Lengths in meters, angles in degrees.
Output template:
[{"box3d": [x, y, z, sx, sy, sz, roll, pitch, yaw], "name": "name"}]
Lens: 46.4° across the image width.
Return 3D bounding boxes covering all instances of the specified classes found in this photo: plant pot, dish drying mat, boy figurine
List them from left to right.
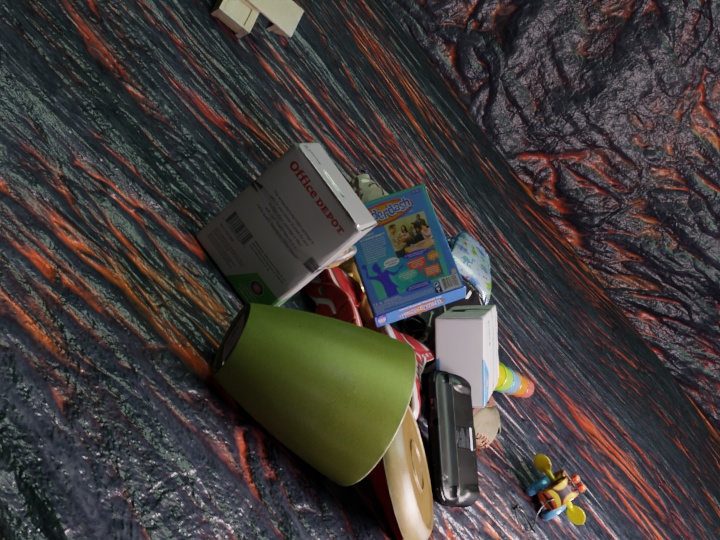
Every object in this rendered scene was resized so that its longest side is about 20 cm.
[{"box3d": [-0.068, 0.126, 0.991, 0.199, 0.188, 0.188, 29, 28, -16], "name": "plant pot"}, {"box3d": [0.000, 0.000, 1.405, 0.124, 0.064, 0.201, -23, 76, -35], "name": "boy figurine"}, {"box3d": [0.032, 0.271, 1.138, 0.077, 0.018, 0.201, 19, 40, -52], "name": "dish drying mat"}, {"box3d": [0.061, 0.248, 1.058, 0.200, 0.027, 0.202, -14, 90, -80], "name": "plant pot"}]

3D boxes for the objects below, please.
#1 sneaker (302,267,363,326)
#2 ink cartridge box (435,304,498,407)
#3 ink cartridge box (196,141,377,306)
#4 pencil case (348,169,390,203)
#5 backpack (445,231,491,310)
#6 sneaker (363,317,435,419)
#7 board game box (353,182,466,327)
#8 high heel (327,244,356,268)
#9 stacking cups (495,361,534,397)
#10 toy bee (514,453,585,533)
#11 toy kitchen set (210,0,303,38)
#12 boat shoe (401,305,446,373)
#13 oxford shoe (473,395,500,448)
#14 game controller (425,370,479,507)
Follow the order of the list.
[{"box3d": [-0.017, 0.060, 1.284, 0.115, 0.078, 0.201, 21, 39, -50], "name": "sneaker"}, {"box3d": [0.184, 0.140, 1.432, 0.200, 0.083, 0.147, -12, 100, -74], "name": "ink cartridge box"}, {"box3d": [-0.098, -0.055, 1.133, 0.146, 0.199, 0.084, 53, 21, 3], "name": "ink cartridge box"}, {"box3d": [0.053, -0.086, 1.441, 0.200, 0.078, 0.089, 42, 46, 21], "name": "pencil case"}, {"box3d": [0.196, 0.009, 1.721, 0.163, 0.154, 0.200, 41, 11, -8], "name": "backpack"}, {"box3d": [0.075, 0.167, 1.311, 0.112, 0.071, 0.201, 29, 30, -38], "name": "sneaker"}, {"box3d": [0.064, -0.027, 1.341, 0.045, 0.151, 0.202, 76, -4, -64], "name": "board game box"}, {"box3d": [-0.071, -0.075, 1.292, 0.201, 0.141, 0.072, -84, 173, -48], "name": "high heel"}, {"box3d": [0.289, 0.224, 1.677, 0.200, 0.060, 0.061, 31, 30, -52], "name": "stacking cups"}, {"box3d": [0.349, 0.392, 1.461, 0.131, 0.108, 0.200, 50, 22, -10], "name": "toy bee"}, {"box3d": [-0.237, -0.564, 1.800, 0.163, 0.180, 0.202, 34, 68, -30], "name": "toy kitchen set"}, {"box3d": [0.107, 0.091, 1.487, 0.063, 0.072, 0.201, 44, 28, -27], "name": "boat shoe"}, {"box3d": [0.198, 0.263, 1.411, 0.199, 0.070, 0.075, -6, 68, -62], "name": "oxford shoe"}, {"box3d": [0.139, 0.252, 1.268, 0.104, 0.042, 0.202, 26, 56, -51], "name": "game controller"}]
